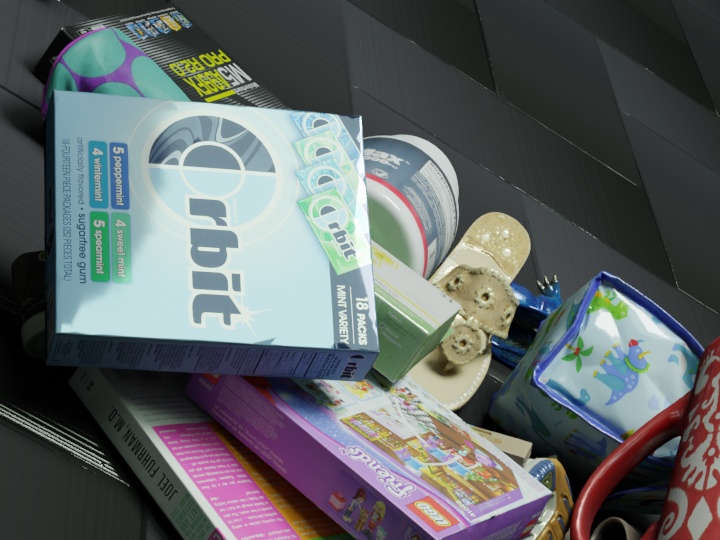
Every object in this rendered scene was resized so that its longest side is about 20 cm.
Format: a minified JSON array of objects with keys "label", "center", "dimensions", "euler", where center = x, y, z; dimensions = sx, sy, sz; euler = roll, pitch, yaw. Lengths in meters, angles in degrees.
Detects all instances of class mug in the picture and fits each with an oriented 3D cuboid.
[{"label":"mug","center":[0.244,0.139,1.534],"dimensions":[0.176,0.134,0.201],"euler":[20,54,-3]}]

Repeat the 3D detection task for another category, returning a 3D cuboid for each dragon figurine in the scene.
[{"label":"dragon figurine","center":[0.133,0.042,1.885],"dimensions":[0.199,0.059,0.100],"euler":[31,25,-14]}]

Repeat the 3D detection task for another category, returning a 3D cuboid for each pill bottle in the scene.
[{"label":"pill bottle","center":[0.010,-0.037,1.769],"dimensions":[0.119,0.120,0.200],"euler":[39,22,1]}]

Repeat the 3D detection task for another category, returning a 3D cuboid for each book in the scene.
[{"label":"book","center":[-0.077,0.128,1.429],"dimensions":[0.133,0.048,0.200],"euler":[5,39,-52]}]

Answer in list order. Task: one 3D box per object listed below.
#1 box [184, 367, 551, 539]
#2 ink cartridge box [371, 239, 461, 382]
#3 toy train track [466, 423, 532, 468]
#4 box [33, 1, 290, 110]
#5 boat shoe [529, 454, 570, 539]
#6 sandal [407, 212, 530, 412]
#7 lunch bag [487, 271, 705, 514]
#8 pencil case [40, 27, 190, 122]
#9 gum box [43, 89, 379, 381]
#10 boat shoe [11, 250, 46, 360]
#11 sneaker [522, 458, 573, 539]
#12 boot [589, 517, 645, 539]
[{"label":"box","center":[0.005,0.108,1.448],"dimensions":[0.200,0.039,0.136],"euler":[38,27,25]},{"label":"ink cartridge box","center":[0.000,0.000,1.565],"dimensions":[0.145,0.048,0.200],"euler":[37,16,6]},{"label":"toy train track","center":[0.015,0.107,1.554],"dimensions":[0.199,0.033,0.115],"euler":[15,25,13]},{"label":"box","center":[-0.143,-0.134,1.811],"dimensions":[0.160,0.044,0.200],"euler":[42,23,8]},{"label":"boat shoe","center":[0.120,0.203,1.592],"dimensions":[0.200,0.057,0.067],"euler":[-88,160,-58]},{"label":"sandal","center":[0.089,0.013,1.768],"dimensions":[0.077,0.070,0.212],"euler":[31,45,-2]},{"label":"lunch bag","center":[0.209,0.114,1.710],"dimensions":[0.199,0.128,0.170],"euler":[34,-14,-1]},{"label":"pencil case","center":[-0.141,-0.078,1.658],"dimensions":[0.200,0.085,0.092],"euler":[44,66,12]},{"label":"gum box","center":[-0.093,-0.021,1.424],"dimensions":[0.198,0.045,0.171],"euler":[5,61,-16]},{"label":"boat shoe","center":[-0.127,0.015,1.473],"dimensions":[0.200,0.072,0.061],"euler":[0,61,-36]},{"label":"sneaker","center":[0.061,0.188,1.512],"dimensions":[0.200,0.088,0.076],"euler":[-35,118,-50]},{"label":"boot","center":[0.213,0.221,1.632],"dimensions":[0.146,0.070,0.201],"euler":[44,28,-30]}]
